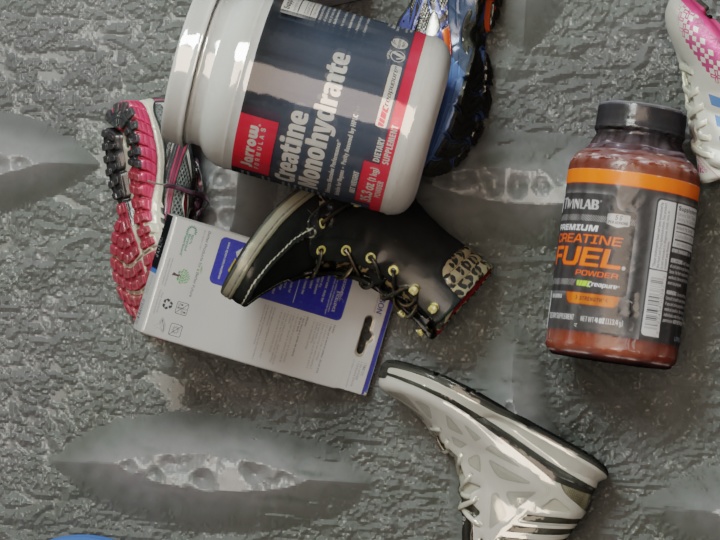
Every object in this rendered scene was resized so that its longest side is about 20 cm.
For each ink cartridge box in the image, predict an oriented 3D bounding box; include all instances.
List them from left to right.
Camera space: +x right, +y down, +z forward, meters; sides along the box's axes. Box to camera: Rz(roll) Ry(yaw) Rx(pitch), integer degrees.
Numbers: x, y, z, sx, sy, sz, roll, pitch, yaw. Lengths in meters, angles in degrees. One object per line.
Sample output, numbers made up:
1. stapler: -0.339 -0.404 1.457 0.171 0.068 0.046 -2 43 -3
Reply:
1. ink cartridge box: -0.076 0.029 1.637 0.199 0.039 0.100 18 89 -17

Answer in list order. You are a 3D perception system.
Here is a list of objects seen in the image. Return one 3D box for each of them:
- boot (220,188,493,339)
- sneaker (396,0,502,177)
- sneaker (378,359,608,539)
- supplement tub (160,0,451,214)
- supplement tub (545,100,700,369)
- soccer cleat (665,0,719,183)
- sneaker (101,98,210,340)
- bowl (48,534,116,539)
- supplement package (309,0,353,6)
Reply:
1. boot: 0.001 -0.001 1.589 0.154 0.203 0.074 42 139 7
2. sneaker: 0.065 -0.174 1.640 0.078 0.075 0.202 6 81 24
3. sneaker: 0.084 0.157 1.601 0.200 0.076 0.116 29 90 10
4. supplement tub: -0.040 -0.132 1.535 0.199 0.140 0.141 15 89 1
5. supplement tub: 0.207 -0.028 1.574 0.106 0.107 0.202 7 87 12
6. soccer cleat: 0.283 -0.121 1.582 0.086 0.070 0.201 -35 80 7
7. sneaker: -0.160 -0.042 1.672 0.080 0.074 0.202 6 100 54
8. bowl: -0.235 0.322 1.675 0.199 0.039 0.202 -1 86 12
9. supplement package: -0.077 -0.280 1.603 0.120 0.200 0.121 -11 84 11
